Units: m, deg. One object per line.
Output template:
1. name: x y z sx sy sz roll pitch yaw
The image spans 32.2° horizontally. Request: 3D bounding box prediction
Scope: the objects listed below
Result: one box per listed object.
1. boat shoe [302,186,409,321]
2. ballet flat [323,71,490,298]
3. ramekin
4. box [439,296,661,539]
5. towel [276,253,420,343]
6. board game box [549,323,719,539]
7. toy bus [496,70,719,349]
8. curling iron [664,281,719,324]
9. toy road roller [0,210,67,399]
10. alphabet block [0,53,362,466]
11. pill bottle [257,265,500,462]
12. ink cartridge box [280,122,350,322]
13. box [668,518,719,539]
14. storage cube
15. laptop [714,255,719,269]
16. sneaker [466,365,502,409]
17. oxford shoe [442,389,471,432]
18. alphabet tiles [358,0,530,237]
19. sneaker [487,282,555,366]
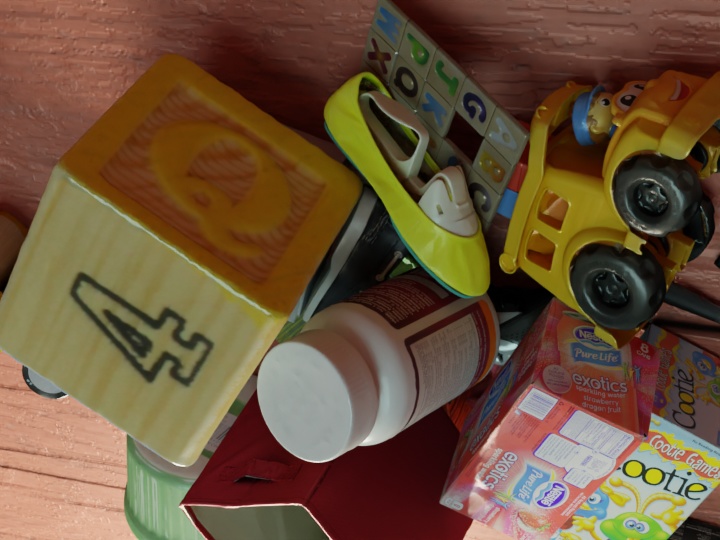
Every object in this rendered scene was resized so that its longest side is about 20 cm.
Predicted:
1. boat shoe: 0.000 0.000 1.069 0.060 0.074 0.201 26 146 -2
2. ballet flat: 0.043 -0.072 0.966 0.201 0.066 0.067 53 132 14
3. ramekin: -0.142 0.190 1.249 0.197 0.200 0.099 11 124 16
4. box: 0.153 0.130 1.023 0.101 0.095 0.201 25 139 -1
5. towel: 0.016 0.057 1.184 0.143 0.023 0.200 42 131 -10
6. board game box: 0.248 0.165 1.106 0.102 0.105 0.201 26 134 2
7. toy bus: 0.177 -0.075 0.946 0.191 0.135 0.202 31 134 21
8. curling iron: 0.217 0.003 1.046 0.197 0.026 0.050 19 160 3
9. toy road roller: -0.306 0.010 1.233 0.200 0.123 0.146 42 118 -14
10. alphabet block: -0.142 -0.008 0.974 0.195 0.196 0.201 32 129 -4
11. pill bottle: 0.017 0.070 0.967 0.108 0.199 0.111 13 112 34
12. ink cartridge box: -0.119 -0.064 1.106 0.198 0.085 0.146 22 132 8
13. box: 0.325 0.318 1.233 0.197 0.050 0.161 14 133 14
14. storage cube: -0.018 0.199 1.115 0.170 0.181 0.201 -10 125 44
15. laptop: 0.392 0.031 0.934 0.199 0.104 0.177 37 132 -7
16. sneaker: 0.159 0.091 1.110 0.086 0.074 0.201 33 133 -2
17. oxford shoe: 0.074 0.177 1.221 0.072 0.072 0.202 11 131 21
18. alphabet tiles: 0.049 -0.095 1.001 0.167 0.008 0.201 47 146 21
19. sneaker: 0.096 0.036 1.076 0.198 0.067 0.091 -13 120 27
